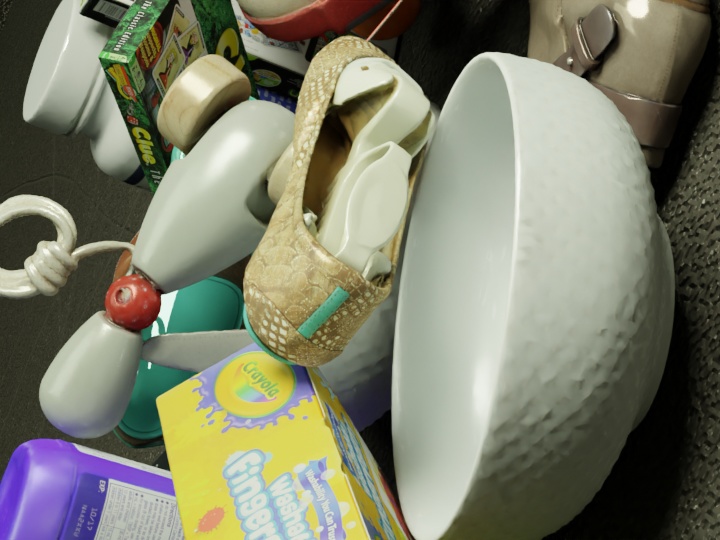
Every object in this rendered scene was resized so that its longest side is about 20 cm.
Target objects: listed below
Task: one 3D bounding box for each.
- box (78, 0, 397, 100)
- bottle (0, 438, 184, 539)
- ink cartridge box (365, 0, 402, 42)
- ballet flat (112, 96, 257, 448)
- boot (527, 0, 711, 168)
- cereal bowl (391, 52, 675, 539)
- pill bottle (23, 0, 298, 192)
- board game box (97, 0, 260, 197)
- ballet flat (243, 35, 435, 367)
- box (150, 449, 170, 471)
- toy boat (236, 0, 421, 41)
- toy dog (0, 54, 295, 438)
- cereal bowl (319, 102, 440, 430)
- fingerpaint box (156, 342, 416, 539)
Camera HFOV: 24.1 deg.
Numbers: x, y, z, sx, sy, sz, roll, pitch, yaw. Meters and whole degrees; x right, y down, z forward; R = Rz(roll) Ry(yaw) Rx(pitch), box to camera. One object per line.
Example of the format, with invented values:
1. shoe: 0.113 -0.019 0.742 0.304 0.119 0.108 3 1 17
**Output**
1. box: -0.069 -0.178 1.069 0.035 0.199 0.111 -33 42 59
2. bottle: -0.082 0.145 0.824 0.065 0.199 0.084 20 91 68
3. ink cartridge box: 0.057 -0.204 0.804 0.200 0.057 0.163 -38 11 44
4. ballet flat: -0.084 0.004 0.903 0.070 0.067 0.201 87 -164 -74
5. boot: 0.100 -0.110 0.794 0.200 0.070 0.147 175 104 -75
6. cereal bowl: 0.073 0.016 0.687 0.200 0.083 0.201 -173 90 -81
7. pill bottle: -0.113 -0.106 1.114 0.120 0.199 0.120 -50 29 41
8. board game box: -0.092 -0.084 0.967 0.200 0.023 0.105 74 -149 -49
9. ballet flat: 0.003 -0.043 0.724 0.065 0.070 0.201 -37 29 39
10. box: -0.105 0.212 0.990 0.141 0.079 0.201 132 150 -50
11. toy boat: -0.009 -0.190 0.993 0.130 0.131 0.200 -33 38 8
12. toy dog: -0.080 -0.011 0.835 0.200 0.096 0.132 -35 72 10
13. cereal bowl: 0.000 0.000 0.889 0.200 0.083 0.201 -50 29 41
14. fingerpaint box: -0.004 0.143 0.674 0.073 0.167 0.200 -29 29 1
